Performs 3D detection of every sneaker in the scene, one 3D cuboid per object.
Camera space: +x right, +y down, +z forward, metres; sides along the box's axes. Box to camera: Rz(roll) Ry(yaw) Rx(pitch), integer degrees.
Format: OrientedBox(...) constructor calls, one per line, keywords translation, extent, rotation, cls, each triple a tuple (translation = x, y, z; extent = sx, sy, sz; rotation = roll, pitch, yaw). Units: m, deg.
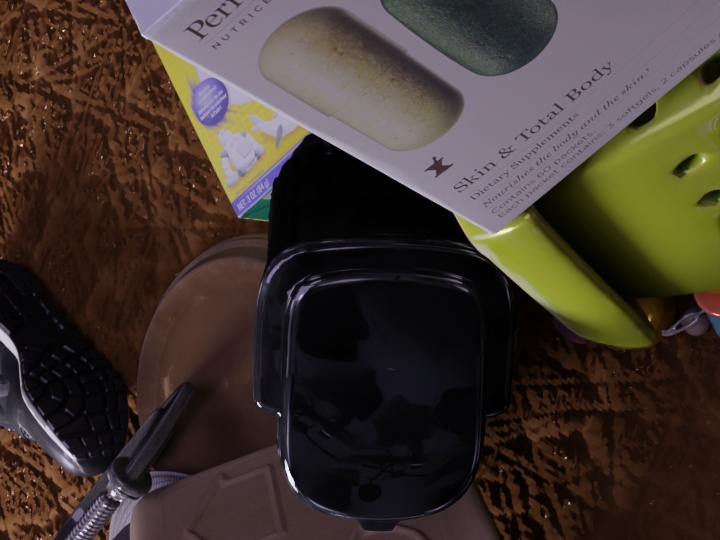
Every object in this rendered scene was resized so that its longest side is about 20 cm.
OrientedBox(translation=(-0.228, 0.084, 1.017), extent=(0.200, 0.075, 0.088), rotation=(48, 125, 35), cls="sneaker")

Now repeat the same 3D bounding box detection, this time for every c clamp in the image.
OrientedBox(translation=(-0.166, 0.158, 0.882), extent=(0.027, 0.171, 0.200), rotation=(37, 108, -4), cls="c clamp")

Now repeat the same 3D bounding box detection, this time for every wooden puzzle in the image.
OrientedBox(translation=(-0.027, 0.156, 0.782), extent=(0.199, 0.047, 0.186), rotation=(-25, 30, 2), cls="wooden puzzle")

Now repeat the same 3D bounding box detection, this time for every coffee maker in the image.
OrientedBox(translation=(0.000, 0.000, 0.730), extent=(0.134, 0.200, 0.193), rotation=(-21, 105, 3), cls="coffee maker")

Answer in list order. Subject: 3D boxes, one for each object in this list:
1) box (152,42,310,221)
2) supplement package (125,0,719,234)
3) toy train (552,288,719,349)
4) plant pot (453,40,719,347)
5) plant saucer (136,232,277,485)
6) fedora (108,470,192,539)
OrientedBox(translation=(-0.067, -0.145, 0.911), extent=(0.117, 0.048, 0.201), rotation=(-40, 65, 28), cls="box")
OrientedBox(translation=(0.019, -0.137, 0.486), extent=(0.152, 0.200, 0.151), rotation=(-40, 57, 18), cls="supplement package")
OrientedBox(translation=(0.150, -0.031, 0.740), extent=(0.199, 0.055, 0.152), rotation=(10, 95, 37), cls="toy train")
OrientedBox(translation=(0.117, -0.091, 0.644), extent=(0.181, 0.199, 0.201), rotation=(-34, 59, 14), cls="plant pot")
OrientedBox(translation=(-0.072, 0.076, 0.919), extent=(0.199, 0.029, 0.202), rotation=(-2, 86, 36), cls="plant saucer")
OrientedBox(translation=(-0.120, 0.219, 0.892), extent=(0.199, 0.090, 0.178), rotation=(17, 111, 37), cls="fedora")
